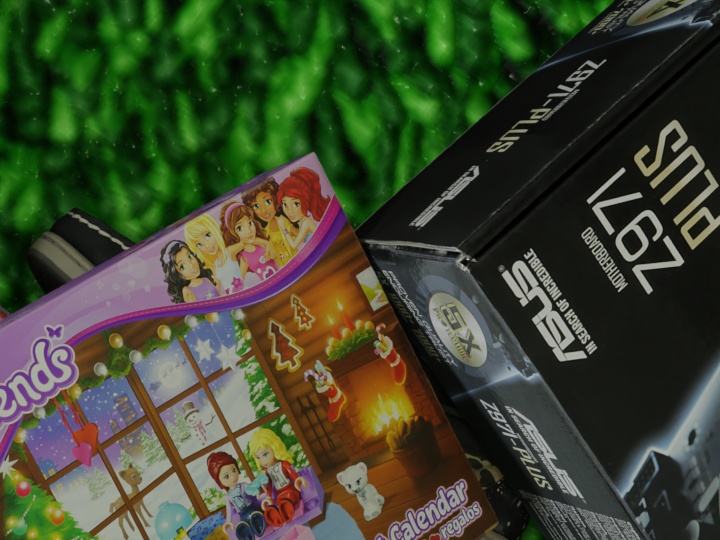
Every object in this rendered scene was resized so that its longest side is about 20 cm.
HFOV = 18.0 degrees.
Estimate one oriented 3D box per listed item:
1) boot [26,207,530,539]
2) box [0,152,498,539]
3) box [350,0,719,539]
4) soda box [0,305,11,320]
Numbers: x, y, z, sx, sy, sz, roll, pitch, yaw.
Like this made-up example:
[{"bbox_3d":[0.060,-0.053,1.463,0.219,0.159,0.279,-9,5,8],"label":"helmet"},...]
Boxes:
[{"bbox_3d":[0.000,0.001,0.803,0.203,0.073,0.154,35,78,-9],"label":"boot"},{"bbox_3d":[-0.063,0.068,0.691,0.199,0.039,0.138,-32,98,-34],"label":"box"},{"bbox_3d":[0.120,0.019,0.762,0.164,0.086,0.201,-40,109,-18],"label":"box"},{"bbox_3d":[-0.089,0.088,0.786,0.200,0.063,0.070,40,81,2],"label":"soda box"}]
